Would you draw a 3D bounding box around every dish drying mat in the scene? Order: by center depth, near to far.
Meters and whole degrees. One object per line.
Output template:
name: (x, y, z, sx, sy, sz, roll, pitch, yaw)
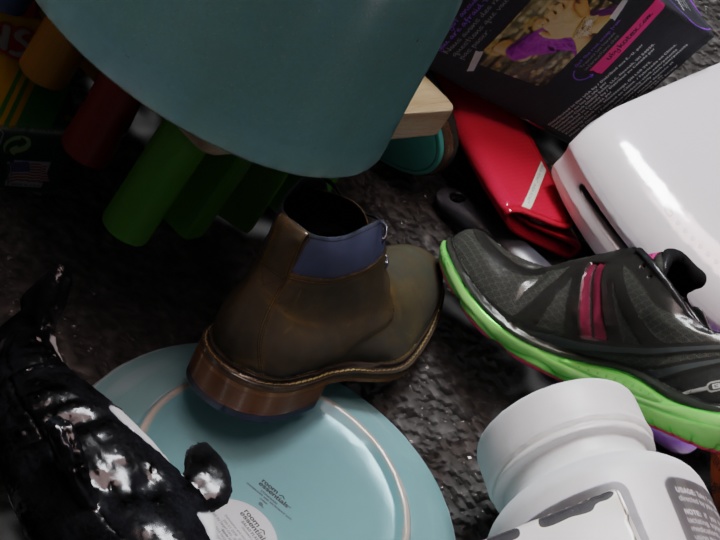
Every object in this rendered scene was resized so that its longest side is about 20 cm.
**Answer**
dish drying mat: (0.064, -0.096, 1.276, 0.077, 0.018, 0.201, 20, 38, -47)

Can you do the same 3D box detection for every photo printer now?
photo printer: (0.208, -0.033, 1.266, 0.199, 0.070, 0.167, -23, 67, -44)

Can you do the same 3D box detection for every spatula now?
spatula: (0.112, 0.022, 1.210, 0.056, 0.021, 0.200, -29, 67, -40)

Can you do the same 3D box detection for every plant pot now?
plant pot: (-0.031, -0.169, 1.023, 0.200, 0.161, 0.201, 28, 27, -15)

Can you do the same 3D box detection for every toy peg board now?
toy peg board: (-0.093, -0.105, 1.137, 0.199, 0.098, 0.199, 46, 27, 21)

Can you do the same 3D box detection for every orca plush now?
orca plush: (-0.113, 0.074, 0.985, 0.104, 0.071, 0.201, -14, 55, -5)

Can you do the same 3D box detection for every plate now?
plate: (-0.043, 0.107, 1.048, 0.199, 0.026, 0.201, 15, 45, -16)

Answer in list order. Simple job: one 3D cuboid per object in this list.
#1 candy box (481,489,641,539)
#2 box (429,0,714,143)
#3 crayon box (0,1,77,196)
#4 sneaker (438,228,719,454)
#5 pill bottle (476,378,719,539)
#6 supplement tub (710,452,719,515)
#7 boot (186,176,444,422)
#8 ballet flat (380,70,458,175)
candy box: (0.043, 0.203, 0.904, 0.199, 0.072, 0.169, -20, 56, -1)
box: (0.084, -0.164, 1.249, 0.200, 0.106, 0.123, 22, 33, -52)
crayon box: (-0.222, -0.132, 1.154, 0.126, 0.051, 0.201, 2, 50, -26)
sneaker: (0.129, 0.023, 1.142, 0.199, 0.084, 0.077, 26, 0, 26)
pill bottle: (0.120, 0.152, 1.031, 0.110, 0.111, 0.201, 1, 51, -27)
supplement tub: (0.286, 0.106, 1.152, 0.199, 0.123, 0.123, 15, 45, -15)
boot: (0.000, 0.000, 1.098, 0.074, 0.097, 0.200, 33, 29, 17)
ballet flat: (-0.016, -0.131, 1.253, 0.200, 0.068, 0.068, 39, 37, 9)
